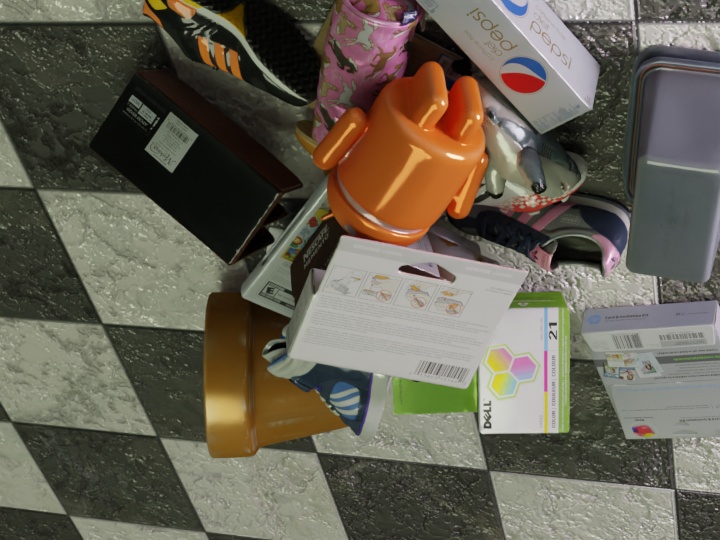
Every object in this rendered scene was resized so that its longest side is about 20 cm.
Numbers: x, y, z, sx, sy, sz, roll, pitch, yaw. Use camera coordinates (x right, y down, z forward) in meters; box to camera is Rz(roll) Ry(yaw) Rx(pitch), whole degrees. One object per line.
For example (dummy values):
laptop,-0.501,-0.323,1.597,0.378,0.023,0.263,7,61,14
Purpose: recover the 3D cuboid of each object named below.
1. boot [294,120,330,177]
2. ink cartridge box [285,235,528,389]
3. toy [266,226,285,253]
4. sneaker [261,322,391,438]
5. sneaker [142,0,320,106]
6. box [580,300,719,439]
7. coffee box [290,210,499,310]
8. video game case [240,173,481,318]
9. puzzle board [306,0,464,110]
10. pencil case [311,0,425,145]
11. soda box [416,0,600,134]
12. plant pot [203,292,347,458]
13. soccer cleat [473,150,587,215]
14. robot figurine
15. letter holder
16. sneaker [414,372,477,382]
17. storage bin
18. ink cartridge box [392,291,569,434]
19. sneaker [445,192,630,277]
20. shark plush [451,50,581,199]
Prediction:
boot,-0.021,-0.062,1.561,0.200,0.071,0.144,30,117,-23
ink cartridge box,0.044,0.032,1.446,0.199,0.045,0.177,11,130,-16
toy,-0.010,0.001,1.673,0.198,0.047,0.116,10,126,1
sneaker,-0.038,0.113,1.616,0.145,0.081,0.200,16,152,3
sneaker,-0.130,-0.229,1.448,0.200,0.070,0.090,39,141,-11
box,0.357,0.119,1.667,0.155,0.041,0.201,-5,134,28
coffee box,0.040,0.016,1.516,0.199,0.080,0.115,23,124,-24
video game case,0.000,0.000,1.567,0.199,0.023,0.182,24,125,-25
puzzle board,0.040,-0.185,1.468,0.199,0.017,0.151,25,139,-8
pencil case,0.006,-0.195,1.395,0.086,0.083,0.201,26,140,8
soda box,0.137,-0.223,1.342,0.063,0.068,0.200,-23,125,39
plant pot,-0.091,0.126,1.759,0.182,0.201,0.201,-1,139,-1
soccer cleat,0.130,-0.102,1.468,0.198,0.069,0.085,-2,147,14
robot figurine,0.043,-0.100,1.371,0.117,0.143,0.200,51,128,19
letter holder,-0.162,-0.117,1.546,0.200,0.142,0.101,40,109,7
sneaker,0.095,0.111,1.723,0.199,0.075,0.080,15,104,13
storage bin,0.316,-0.088,1.373,0.144,0.135,0.201,9,140,12
ink cartridge box,0.134,0.106,1.630,0.198,0.076,0.149,-2,103,3
sneaker,0.181,-0.041,1.522,0.199,0.082,0.070,6,139,17
shark plush,0.141,-0.155,1.411,0.201,0.083,0.091,57,157,-1
